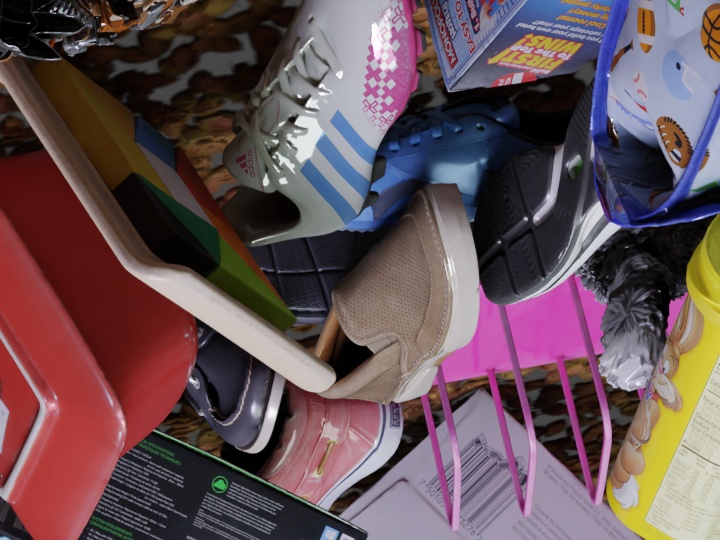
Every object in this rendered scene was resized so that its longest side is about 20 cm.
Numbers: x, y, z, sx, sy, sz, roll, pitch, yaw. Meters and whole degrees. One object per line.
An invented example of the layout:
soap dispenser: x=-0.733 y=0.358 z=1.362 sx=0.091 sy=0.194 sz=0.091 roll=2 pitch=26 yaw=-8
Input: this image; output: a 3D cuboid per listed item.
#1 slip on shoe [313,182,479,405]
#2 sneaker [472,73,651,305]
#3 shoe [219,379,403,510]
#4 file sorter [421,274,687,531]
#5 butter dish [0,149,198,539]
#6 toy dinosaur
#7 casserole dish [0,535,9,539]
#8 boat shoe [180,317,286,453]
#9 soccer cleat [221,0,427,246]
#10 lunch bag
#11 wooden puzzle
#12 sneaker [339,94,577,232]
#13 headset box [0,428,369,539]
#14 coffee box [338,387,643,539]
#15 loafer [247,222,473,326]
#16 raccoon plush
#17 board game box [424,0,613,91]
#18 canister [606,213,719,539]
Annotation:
slip on shoe: x=0.016 y=0.017 z=1.596 sx=0.060 sy=0.076 sz=0.200 roll=-8 pitch=160 yaw=-15
sneaker: x=0.146 y=-0.040 z=1.552 sx=0.115 sy=0.076 sz=0.201 roll=1 pitch=151 yaw=-30
shoe: x=-0.062 y=0.132 z=1.958 sx=0.091 sy=0.072 sz=0.200 roll=9 pitch=143 yaw=-34
file sorter: x=0.137 y=0.072 z=1.853 sx=0.199 sy=0.126 sz=0.139 roll=-10 pitch=154 yaw=-4
butter dish: x=-0.149 y=0.018 z=1.585 sx=0.148 sy=0.200 sz=0.200 roll=-27 pitch=164 yaw=-29
toy dinosaur: x=-0.171 y=-0.122 z=1.359 sx=0.200 sy=0.102 sz=0.136 roll=-29 pitch=176 yaw=-16
casserole dish: x=-0.187 y=0.184 z=2.038 sx=0.200 sy=0.039 sz=0.121 roll=9 pitch=147 yaw=-40
boat shoe: x=-0.090 y=0.057 z=1.707 sx=0.063 sy=0.073 sz=0.200 roll=14 pitch=-177 yaw=-17
soccer cleat: x=-0.023 y=-0.081 z=1.484 sx=0.086 sy=0.070 sz=0.200 roll=-21 pitch=147 yaw=-25
lunch bag: x=0.205 y=-0.095 z=1.382 sx=0.170 sy=0.124 sz=0.200 roll=-11 pitch=151 yaw=-17
wooden puzzle: x=-0.102 y=-0.035 z=1.465 sx=0.037 sy=0.200 sz=0.185 roll=-44 pitch=149 yaw=5
sneaker: x=0.038 y=-0.066 z=1.611 sx=0.199 sy=0.066 sz=0.079 roll=1 pitch=126 yaw=-14
headset box: x=-0.117 y=0.154 z=1.793 sx=0.174 sy=0.093 sz=0.200 roll=27 pitch=172 yaw=-20
coffee box: x=0.090 y=0.240 z=2.014 sx=0.200 sy=0.200 sz=0.198 roll=-42 pitch=155 yaw=-8
loafer: x=0.000 y=0.000 z=1.711 sx=0.199 sy=0.072 sz=0.063 roll=-9 pitch=159 yaw=-14
raccoon plush: x=0.177 y=0.010 z=1.674 sx=0.134 sy=0.200 sz=0.097 roll=34 pitch=143 yaw=-32
board game box: x=0.135 y=-0.153 z=1.461 sx=0.200 sy=0.062 sz=0.200 roll=7 pitch=151 yaw=-39
canister: x=0.205 y=0.040 z=1.537 sx=0.149 sy=0.086 sz=0.200 roll=-47 pitch=162 yaw=-40
